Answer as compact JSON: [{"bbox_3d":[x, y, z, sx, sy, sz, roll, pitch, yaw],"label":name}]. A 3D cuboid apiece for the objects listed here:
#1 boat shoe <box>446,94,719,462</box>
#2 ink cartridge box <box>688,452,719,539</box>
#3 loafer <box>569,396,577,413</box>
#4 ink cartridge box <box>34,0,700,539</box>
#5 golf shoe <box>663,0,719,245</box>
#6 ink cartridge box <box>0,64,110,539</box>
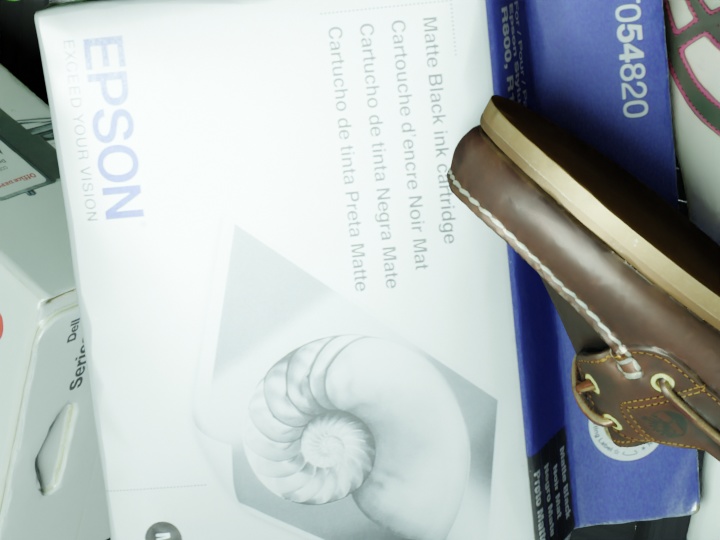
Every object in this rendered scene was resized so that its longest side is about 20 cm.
[{"bbox_3d":[0.101,0.029,0.618,0.199,0.070,0.070,37,109,-9],"label":"boat shoe"},{"bbox_3d":[0.187,0.123,0.726,0.145,0.083,0.202,13,109,16],"label":"ink cartridge box"},{"bbox_3d":[0.000,0.000,0.712,0.199,0.071,0.073,30,109,11],"label":"loafer"},{"bbox_3d":[0.007,0.002,0.656,0.198,0.041,0.202,-6,103,5],"label":"ink cartridge box"},{"bbox_3d":[0.118,-0.077,0.695,0.087,0.077,0.202,-5,80,30],"label":"golf shoe"},{"bbox_3d":[-0.161,0.003,0.782,0.200,0.083,0.147,41,131,28],"label":"ink cartridge box"}]
